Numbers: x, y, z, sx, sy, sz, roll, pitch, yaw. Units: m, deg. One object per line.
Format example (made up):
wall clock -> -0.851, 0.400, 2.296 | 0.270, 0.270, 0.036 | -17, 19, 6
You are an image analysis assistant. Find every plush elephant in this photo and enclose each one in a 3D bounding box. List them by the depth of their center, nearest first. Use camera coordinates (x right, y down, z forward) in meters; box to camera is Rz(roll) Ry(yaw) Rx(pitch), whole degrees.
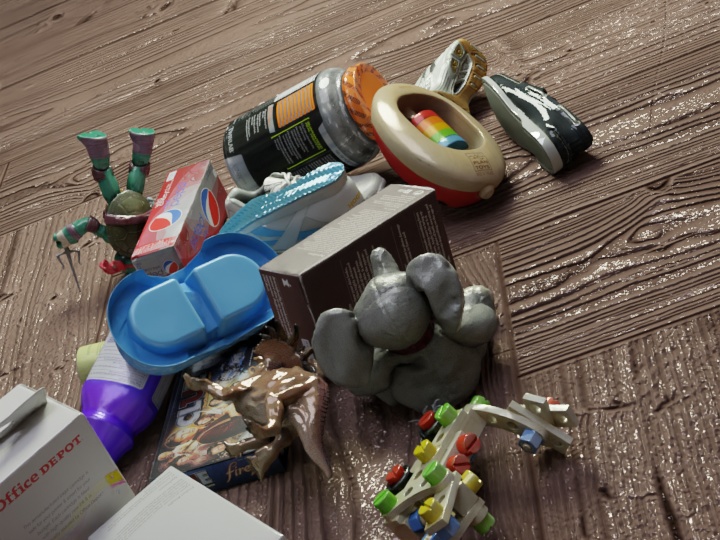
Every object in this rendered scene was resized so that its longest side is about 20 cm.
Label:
plush elephant -> 0.041, 0.052, 1.506 | 0.163, 0.156, 0.201 | -22, 29, 7

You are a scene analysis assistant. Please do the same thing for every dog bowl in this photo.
dog bowl -> -0.170, 0.039, 1.676 | 0.199, 0.050, 0.112 | -26, 71, -24

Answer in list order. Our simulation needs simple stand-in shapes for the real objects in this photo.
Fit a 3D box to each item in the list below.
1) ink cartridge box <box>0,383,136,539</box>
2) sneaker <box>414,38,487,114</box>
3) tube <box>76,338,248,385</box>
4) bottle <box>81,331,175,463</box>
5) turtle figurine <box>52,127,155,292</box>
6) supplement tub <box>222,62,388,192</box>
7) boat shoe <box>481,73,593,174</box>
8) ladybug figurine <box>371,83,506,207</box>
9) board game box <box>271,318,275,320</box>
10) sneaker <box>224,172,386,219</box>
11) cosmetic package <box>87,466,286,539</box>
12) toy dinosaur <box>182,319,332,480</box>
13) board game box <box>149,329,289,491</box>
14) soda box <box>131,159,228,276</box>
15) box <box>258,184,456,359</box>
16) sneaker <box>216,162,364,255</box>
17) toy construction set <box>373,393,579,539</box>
ink cartridge box -> -0.297, 0.210, 1.482 | 0.128, 0.201, 0.125 | -41, 32, -25
sneaker -> 0.090, -0.191, 1.967 | 0.087, 0.076, 0.201 | -32, 21, 50
tube -> -0.214, 0.086, 1.777 | 0.198, 0.052, 0.059 | -13, 74, 12
bottle -> -0.247, 0.128, 1.684 | 0.083, 0.065, 0.201 | 6, 56, 24
turtle figurine -> -0.298, -0.072, 2.005 | 0.100, 0.202, 0.149 | 15, 19, 41
supplement tub -> -0.057, -0.164, 1.938 | 0.199, 0.123, 0.123 | -24, 27, 29
boat shoe -> 0.200, -0.176, 1.838 | 0.060, 0.076, 0.200 | -29, 41, -4
ladybug figurine -> 0.083, -0.135, 1.817 | 0.135, 0.072, 0.200 | -6, 41, -35
board game box -> -0.096, 0.013, 1.781 | 0.198, 0.033, 0.120 | -11, 27, 6
sneaker -> -0.067, -0.080, 1.890 | 0.198, 0.082, 0.075 | -17, 28, 15
cosmetic package -> -0.138, 0.258, 1.395 | 0.107, 0.085, 0.199 | -39, 32, -20
toy dinosaur -> -0.069, 0.115, 1.505 | 0.135, 0.086, 0.199 | -33, 34, -25
board game box -> -0.131, 0.143, 1.626 | 0.134, 0.035, 0.201 | -18, 30, 15
soda box -> -0.217, -0.050, 1.971 | 0.063, 0.070, 0.201 | -15, 31, 19
box -> 0.000, 0.000, 1.653 | 0.075, 0.101, 0.199 | 9, 33, 46
sneaker -> -0.083, -0.044, 1.774 | 0.199, 0.081, 0.077 | -21, 25, 30
toy construction set -> 0.089, 0.164, 1.354 | 0.200, 0.093, 0.131 | -38, 5, -35
